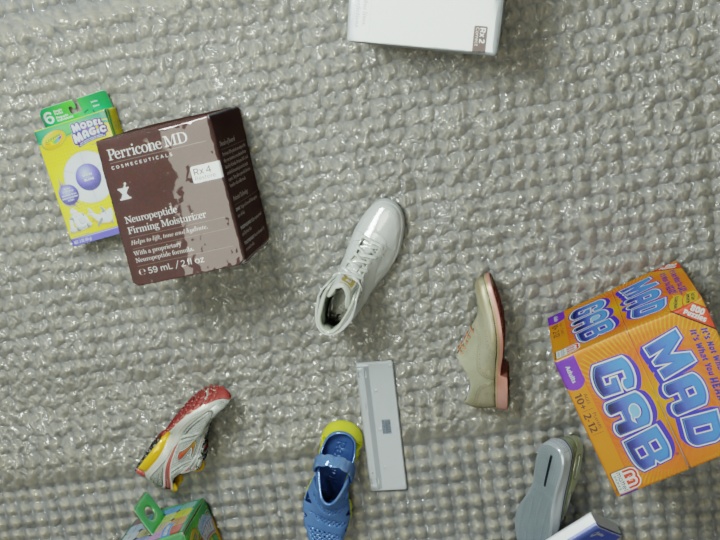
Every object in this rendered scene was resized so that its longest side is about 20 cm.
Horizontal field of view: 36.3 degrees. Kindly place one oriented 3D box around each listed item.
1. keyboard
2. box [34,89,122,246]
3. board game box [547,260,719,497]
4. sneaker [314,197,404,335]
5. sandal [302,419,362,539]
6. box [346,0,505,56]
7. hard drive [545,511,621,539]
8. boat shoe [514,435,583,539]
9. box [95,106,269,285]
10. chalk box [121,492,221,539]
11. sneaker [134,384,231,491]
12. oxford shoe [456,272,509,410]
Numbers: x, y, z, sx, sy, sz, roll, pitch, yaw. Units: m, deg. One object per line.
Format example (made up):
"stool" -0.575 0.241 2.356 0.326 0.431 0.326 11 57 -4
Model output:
"keyboard" 0.031 0.231 1.629 0.056 0.011 0.202 -6 102 4
"box" -0.387 -0.147 1.579 0.116 0.048 0.202 -15 99 11
"board game box" 0.382 0.138 1.458 0.198 0.200 0.202 -25 99 12
"sneaker" 0.000 0.000 1.524 0.073 0.116 0.202 26 104 3
"sandal" -0.046 0.326 1.622 0.079 0.087 0.202 7 106 4
"box" 0.093 -0.387 1.413 0.198 0.131 0.201 7 103 6
"hard drive" 0.271 0.416 1.582 0.199 0.132 0.026 -36 59 14
"boat shoe" 0.278 0.328 1.587 0.072 0.062 0.202 40 128 42
"box" -0.237 -0.105 1.506 0.164 0.164 0.202 -12 101 10
"chalk box" -0.281 0.430 1.650 0.123 0.125 0.202 -18 101 12
"sneaker" -0.251 0.249 1.644 0.082 0.078 0.200 38 114 -6
"oxford shoe" 0.169 0.103 1.548 0.073 0.071 0.202 -3 102 11
